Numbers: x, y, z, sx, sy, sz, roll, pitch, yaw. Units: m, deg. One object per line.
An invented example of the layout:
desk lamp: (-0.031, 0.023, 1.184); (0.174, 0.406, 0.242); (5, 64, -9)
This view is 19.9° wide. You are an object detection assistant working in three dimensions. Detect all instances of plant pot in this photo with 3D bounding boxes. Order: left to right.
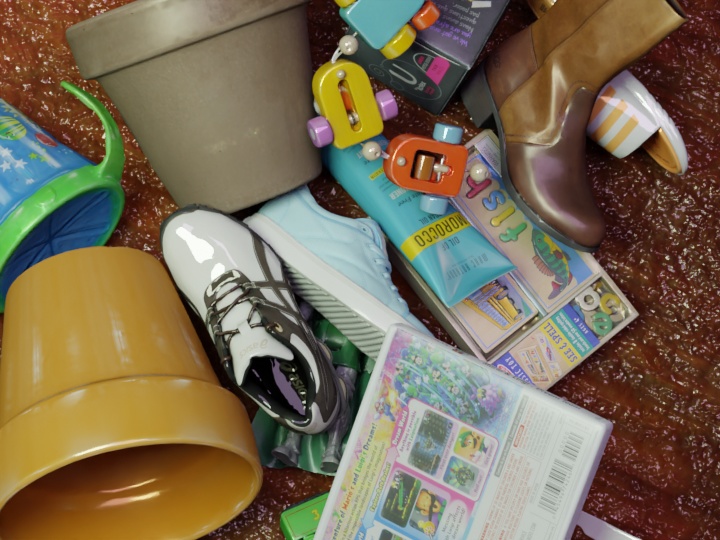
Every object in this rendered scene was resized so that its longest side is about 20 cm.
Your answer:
plant pot: (-0.187, 0.092, 1.516); (0.199, 0.201, 0.184); (-9, 61, -11)
plant pot: (-0.107, -0.138, 1.592); (0.199, 0.200, 0.176); (-22, 97, -14)

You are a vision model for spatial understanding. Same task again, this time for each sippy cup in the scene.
sippy cup: (-0.271, -0.060, 1.569); (0.178, 0.140, 0.130); (-37, 73, -26)

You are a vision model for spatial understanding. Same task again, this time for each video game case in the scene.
video game case: (0.067, 0.164, 1.481); (0.181, 0.024, 0.201); (25, 103, 25)

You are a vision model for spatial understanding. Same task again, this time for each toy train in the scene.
toy train: (0.029, 0.174, 1.596); (0.199, 0.042, 0.057); (-22, 69, -14)
toy train: (0.032, -0.148, 1.573); (0.149, 0.056, 0.201); (4, 101, -20)

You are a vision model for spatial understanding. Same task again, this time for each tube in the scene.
tube: (0.032, -0.054, 1.622); (0.077, 0.051, 0.200); (-30, 65, -29)

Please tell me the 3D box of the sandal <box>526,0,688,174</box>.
sandal: (0.187, -0.148, 1.688); (0.059, 0.079, 0.207); (-39, 83, -8)

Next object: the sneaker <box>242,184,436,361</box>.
sneaker: (0.000, 0.000, 1.569); (0.200, 0.074, 0.082); (40, 73, 20)

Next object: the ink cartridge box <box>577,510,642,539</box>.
ink cartridge box: (0.119, 0.271, 1.507); (0.117, 0.067, 0.201); (24, 101, 23)

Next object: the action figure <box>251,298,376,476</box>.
action figure: (-0.020, 0.058, 1.610); (0.117, 0.055, 0.201); (9, 68, 7)

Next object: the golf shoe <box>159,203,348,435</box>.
golf shoe: (-0.080, 0.034, 1.517); (0.078, 0.094, 0.200); (-39, 89, 8)

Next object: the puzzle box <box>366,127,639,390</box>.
puzzle box: (0.113, 0.000, 1.661); (0.133, 0.025, 0.200); (-37, 84, -15)

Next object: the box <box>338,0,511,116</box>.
box: (0.078, -0.247, 1.670); (0.106, 0.122, 0.201); (30, 73, -1)

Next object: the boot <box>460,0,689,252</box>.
boot: (0.190, -0.138, 1.612); (0.068, 0.200, 0.189); (4, 53, -45)
